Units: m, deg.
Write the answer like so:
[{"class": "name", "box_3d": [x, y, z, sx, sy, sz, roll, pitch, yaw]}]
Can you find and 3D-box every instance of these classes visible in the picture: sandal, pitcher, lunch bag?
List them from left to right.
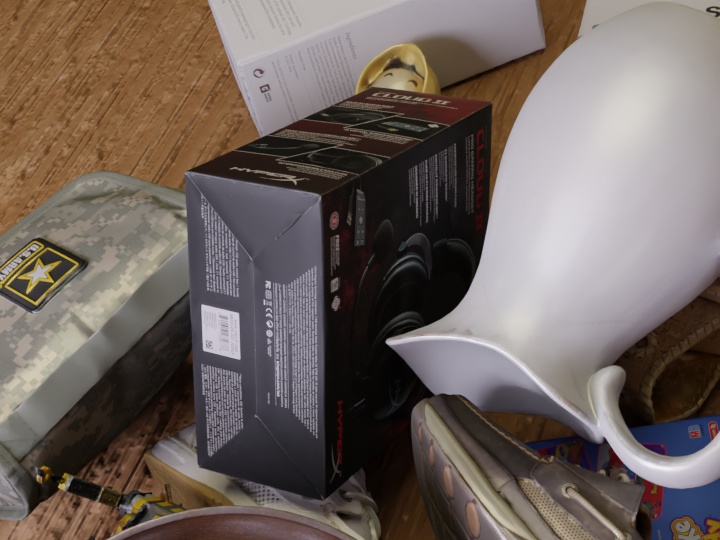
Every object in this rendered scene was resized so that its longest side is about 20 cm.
[{"class": "lunch bag", "box_3d": [-0.155, 0.038, 0.783, 0.164, 0.118, 0.200, -45, 11, -25]}, {"class": "pitcher", "box_3d": [0.130, -0.011, 0.698, 0.171, 0.121, 0.200, 25, 76, 32]}, {"class": "sandal", "box_3d": [0.157, 0.043, 0.761, 0.211, 0.078, 0.070, 4, 39, 15]}]

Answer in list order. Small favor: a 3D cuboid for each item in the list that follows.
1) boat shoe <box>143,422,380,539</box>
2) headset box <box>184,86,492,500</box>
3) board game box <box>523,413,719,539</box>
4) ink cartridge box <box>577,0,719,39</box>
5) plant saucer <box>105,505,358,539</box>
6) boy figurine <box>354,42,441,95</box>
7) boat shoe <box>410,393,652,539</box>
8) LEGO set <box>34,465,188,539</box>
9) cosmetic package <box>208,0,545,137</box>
[{"class": "boat shoe", "box_3d": [-0.024, 0.117, 0.753, 0.069, 0.071, 0.200, -43, 47, -21]}, {"class": "headset box", "box_3d": [0.000, 0.000, 0.768, 0.077, 0.149, 0.200, 12, 23, 27]}, {"class": "board game box", "box_3d": [0.113, 0.162, 0.681, 0.134, 0.045, 0.200, -9, 44, 10]}, {"class": "ink cartridge box", "box_3d": [0.193, -0.089, 0.878, 0.146, 0.084, 0.200, 1, 47, 19]}, {"class": "plant saucer", "box_3d": [-0.057, 0.192, 0.620, 0.200, 0.201, 0.034, -28, 7, -11]}, {"class": "boy figurine", "box_3d": [-0.006, -0.056, 0.928, 0.124, 0.065, 0.200, 21, 59, 37]}, {"class": "boat shoe", "box_3d": [0.090, 0.123, 0.654, 0.073, 0.075, 0.200, -21, 47, -20]}, {"class": "LEGO set", "box_3d": [-0.164, 0.157, 0.677, 0.116, 0.154, 0.200, 18, 15, 32]}, {"class": "cosmetic package", "box_3d": [0.009, -0.170, 1.020, 0.199, 0.085, 0.108, -20, 44, -3]}]
